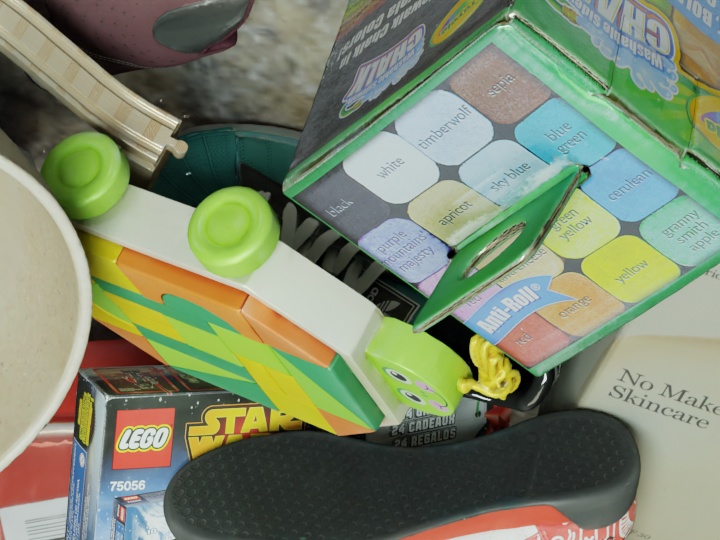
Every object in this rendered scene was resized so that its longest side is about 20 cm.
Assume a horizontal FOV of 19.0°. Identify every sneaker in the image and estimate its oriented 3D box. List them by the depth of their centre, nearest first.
[{"bbox_3d":[-0.095,-0.148,0.806,0.115,0.076,0.200,-3,147,15],"label":"sneaker"},{"bbox_3d":[0.000,0.000,0.911,0.199,0.080,0.072,22,110,-14],"label":"sneaker"},{"bbox_3d":[0.018,0.121,0.919,0.200,0.067,0.108,-6,136,-7],"label":"sneaker"}]

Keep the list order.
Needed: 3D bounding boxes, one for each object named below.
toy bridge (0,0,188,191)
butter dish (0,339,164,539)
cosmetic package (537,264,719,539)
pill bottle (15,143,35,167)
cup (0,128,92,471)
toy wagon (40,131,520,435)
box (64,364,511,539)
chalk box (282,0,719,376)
[{"bbox_3d":[-0.154,-0.092,0.815,0.199,0.027,0.067,28,156,-1],"label":"toy bridge"},{"bbox_3d":[-0.107,0.126,1.069,0.198,0.148,0.201,-3,97,10],"label":"butter dish"},{"bbox_3d":[0.149,0.038,0.925,0.103,0.073,0.200,17,141,-2],"label":"cosmetic package"},{"bbox_3d":[-0.252,-0.051,0.923,0.200,0.120,0.120,34,137,-19],"label":"pill bottle"},{"bbox_3d":[-0.213,-0.014,0.788,0.199,0.144,0.201,-15,134,-16],"label":"cup"},{"bbox_3d":[-0.034,0.018,0.821,0.199,0.040,0.155,21,162,28],"label":"toy wagon"},{"bbox_3d":[-0.032,0.109,0.953,0.199,0.040,0.138,-1,107,-27],"label":"box"},{"bbox_3d":[0.066,-0.058,0.743,0.124,0.201,0.124,35,137,-21],"label":"chalk box"}]
